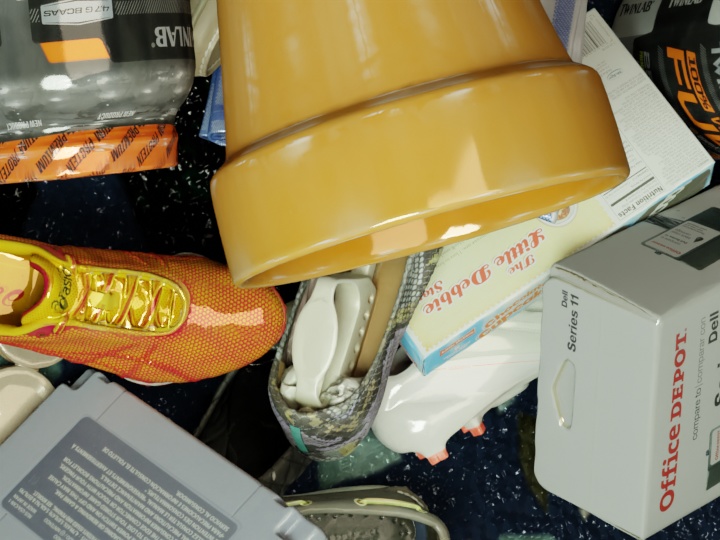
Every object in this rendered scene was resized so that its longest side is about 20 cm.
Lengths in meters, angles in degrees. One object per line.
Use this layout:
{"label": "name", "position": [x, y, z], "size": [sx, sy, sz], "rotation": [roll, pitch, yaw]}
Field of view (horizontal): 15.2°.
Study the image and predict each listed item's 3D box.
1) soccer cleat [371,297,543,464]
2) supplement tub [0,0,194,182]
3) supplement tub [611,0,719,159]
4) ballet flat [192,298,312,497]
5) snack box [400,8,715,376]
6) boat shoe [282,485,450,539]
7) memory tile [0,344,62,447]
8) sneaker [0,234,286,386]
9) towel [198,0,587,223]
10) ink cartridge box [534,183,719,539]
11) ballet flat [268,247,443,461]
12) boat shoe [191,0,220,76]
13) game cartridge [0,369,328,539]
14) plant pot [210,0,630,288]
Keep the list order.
{"label": "soccer cleat", "position": [0.086, 0.030, 1.532], "size": [0.200, 0.069, 0.078], "rotation": [-34, 99, -15]}
{"label": "supplement tub", "position": [-0.144, -0.145, 1.288], "size": [0.122, 0.122, 0.201], "rotation": [-7, 94, -21]}
{"label": "supplement tub", "position": [0.232, -0.124, 1.514], "size": [0.122, 0.200, 0.123], "rotation": [0, 90, -21]}
{"label": "ballet flat", "position": [-0.062, 0.092, 1.455], "size": [0.066, 0.057, 0.200], "rotation": [19, 59, 16]}
{"label": "snack box", "position": [0.083, -0.045, 1.505], "size": [0.200, 0.037, 0.116], "rotation": [-33, 73, -10]}
{"label": "boat shoe", "position": [-0.049, 0.158, 1.482], "size": [0.201, 0.060, 0.073], "rotation": [-9, 96, -21]}
{"label": "memory tile", "position": [-0.253, 0.060, 1.425], "size": [0.199, 0.017, 0.154], "rotation": [12, 86, -20]}
{"label": "sneaker", "position": [-0.137, 0.021, 1.399], "size": [0.199, 0.077, 0.073], "rotation": [5, 88, -7]}
{"label": "towel", "position": [0.022, -0.111, 1.444], "size": [0.199, 0.024, 0.148], "rotation": [12, 64, -4]}
{"label": "ink cartridge box", "position": [0.195, 0.041, 1.510], "size": [0.199, 0.083, 0.147], "rotation": [-24, 127, -37]}
{"label": "ballet flat", "position": [0.000, 0.000, 1.435], "size": [0.072, 0.072, 0.201], "rotation": [22, 77, -20]}
{"label": "boat shoe", "position": [-0.025, -0.169, 1.413], "size": [0.065, 0.072, 0.200], "rotation": [38, 68, 5]}
{"label": "game cartridge", "position": [-0.123, 0.139, 1.372], "size": [0.133, 0.200, 0.042], "rotation": [-49, 136, -11]}
{"label": "plant pot", "position": [0.011, -0.106, 1.309], "size": [0.199, 0.200, 0.184], "rotation": [-14, 86, -21]}
